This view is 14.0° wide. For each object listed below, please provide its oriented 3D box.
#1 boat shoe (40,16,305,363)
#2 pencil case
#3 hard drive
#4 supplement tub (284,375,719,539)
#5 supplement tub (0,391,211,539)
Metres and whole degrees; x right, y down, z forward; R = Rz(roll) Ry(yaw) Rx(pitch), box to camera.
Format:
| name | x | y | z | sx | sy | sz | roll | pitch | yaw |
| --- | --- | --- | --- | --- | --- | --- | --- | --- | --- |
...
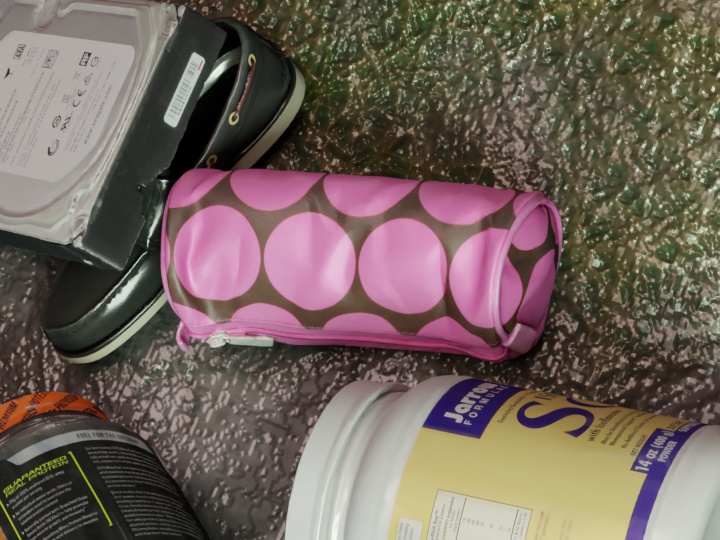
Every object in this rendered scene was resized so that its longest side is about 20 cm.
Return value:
| name | x | y | z | sx | sy | sz | roll | pitch | yaw |
| --- | --- | --- | --- | --- | --- | --- | --- | --- | --- |
| boat shoe | -0.111 | -0.044 | 1.561 | 0.074 | 0.063 | 0.202 | 34 | 88 | 42 |
| pencil case | 0.000 | 0.000 | 1.493 | 0.199 | 0.091 | 0.094 | 2 | 69 | 21 |
| hard drive | -0.165 | -0.080 | 1.568 | 0.199 | 0.038 | 0.140 | 13 | 76 | 53 |
| supplement tub | 0.079 | 0.129 | 1.383 | 0.199 | 0.145 | 0.146 | 10 | 77 | 24 |
| supplement tub | -0.131 | 0.157 | 1.455 | 0.122 | 0.123 | 0.200 | -41 | 44 | 5 |
